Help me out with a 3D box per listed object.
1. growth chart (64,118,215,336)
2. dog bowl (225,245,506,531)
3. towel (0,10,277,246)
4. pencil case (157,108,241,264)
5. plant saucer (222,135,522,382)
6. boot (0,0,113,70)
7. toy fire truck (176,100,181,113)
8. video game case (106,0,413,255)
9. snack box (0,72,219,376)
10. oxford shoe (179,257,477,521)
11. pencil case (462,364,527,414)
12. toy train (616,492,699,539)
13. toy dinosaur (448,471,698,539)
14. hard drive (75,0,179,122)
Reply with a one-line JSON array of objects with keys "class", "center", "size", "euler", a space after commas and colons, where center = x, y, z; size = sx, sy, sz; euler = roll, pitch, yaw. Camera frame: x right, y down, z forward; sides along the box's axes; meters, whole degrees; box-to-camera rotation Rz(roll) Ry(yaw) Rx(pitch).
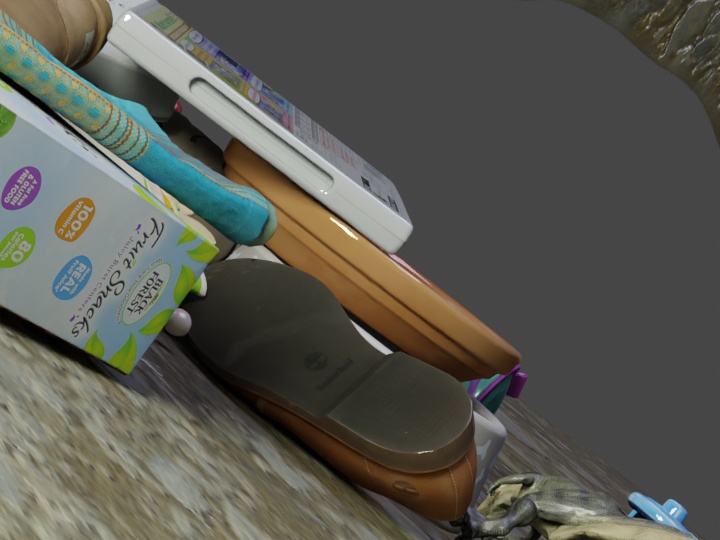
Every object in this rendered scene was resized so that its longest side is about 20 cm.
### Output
[{"class": "growth chart", "center": [-0.128, -0.041, 1.038], "size": [0.144, 0.018, 0.200], "euler": [36, 18, -23]}, {"class": "dog bowl", "center": [-0.006, 0.056, 1.144], "size": [0.200, 0.059, 0.200], "euler": [38, 3, -2]}, {"class": "towel", "center": [-0.129, -0.085, 0.819], "size": [0.200, 0.022, 0.147], "euler": [37, 0, -36]}, {"class": "pencil case", "center": [-0.147, -0.068, 1.251], "size": [0.200, 0.089, 0.078], "euler": [39, -25, 36]}, {"class": "plant saucer", "center": [0.000, 0.000, 1.163], "size": [0.200, 0.038, 0.200], "euler": [38, 2, -1]}, {"class": "boot", "center": [-0.209, -0.137, 0.996], "size": [0.174, 0.066, 0.200], "euler": [31, 19, 1]}, {"class": "toy fire truck", "center": [-0.228, -0.147, 1.474], "size": [0.199, 0.112, 0.168], "euler": [37, 26, 6]}, {"class": "video game case", "center": [-0.053, -0.082, 1.150], "size": [0.182, 0.022, 0.200], "euler": [37, 6, -7]}, {"class": "snack box", "center": [-0.168, -0.058, 0.769], "size": [0.168, 0.068, 0.200], "euler": [38, 0, 34]}, {"class": "oxford shoe", "center": [-0.021, 0.059, 1.010], "size": [0.200, 0.071, 0.072], "euler": [36, -29, 40]}, {"class": "pencil case", "center": [0.016, 0.039, 1.492], "size": [0.200, 0.085, 0.092], "euler": [39, 32, 17]}, {"class": "toy train", "center": [0.184, 0.191, 1.074], "size": [0.200, 0.087, 0.114], "euler": [39, -3, 38]}, {"class": "toy dinosaur", "center": [0.099, 0.130, 1.031], "size": [0.088, 0.048, 0.199], "euler": [-12, 16, -32]}, {"class": "hard drive", "center": [-0.175, -0.150, 1.255], "size": [0.131, 0.026, 0.200], "euler": [22, 16, -16]}]
